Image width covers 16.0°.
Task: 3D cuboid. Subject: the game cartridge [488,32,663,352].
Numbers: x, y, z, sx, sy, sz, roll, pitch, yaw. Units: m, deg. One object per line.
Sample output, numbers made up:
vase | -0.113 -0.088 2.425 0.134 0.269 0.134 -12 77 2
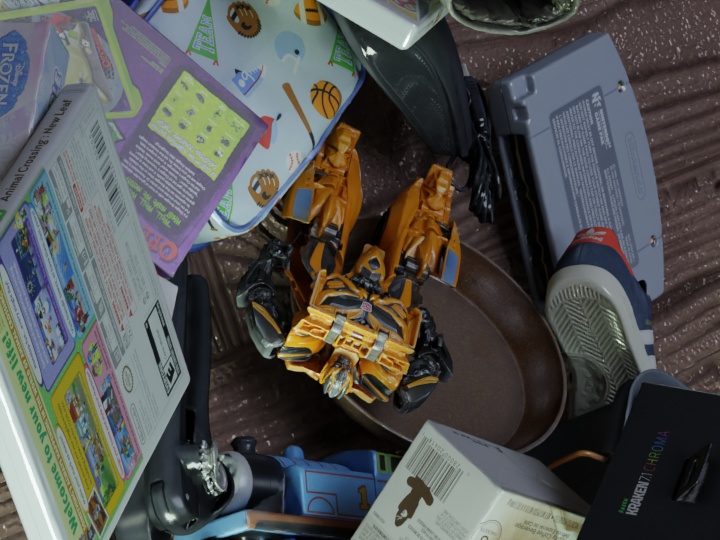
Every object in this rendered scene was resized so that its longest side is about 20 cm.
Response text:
game cartridge | 0.158 -0.059 1.811 0.133 0.040 0.201 -28 111 -41

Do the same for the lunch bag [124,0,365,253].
lunch bag | -0.093 -0.124 1.604 0.160 0.075 0.200 48 51 -18

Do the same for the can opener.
can opener | -0.112 0.072 1.518 0.063 0.078 0.201 62 24 -54

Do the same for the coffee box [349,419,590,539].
coffee box | 0.041 0.200 1.495 0.114 0.080 0.201 22 104 -46

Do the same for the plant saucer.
plant saucer | 0.039 0.050 1.651 0.199 0.035 0.201 20 42 -18

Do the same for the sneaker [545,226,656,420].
sneaker | 0.177 0.057 1.764 0.085 0.074 0.201 -71 155 -47

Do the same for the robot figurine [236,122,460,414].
robot figurine | 0.000 0.000 1.602 0.144 0.058 0.201 22 41 -10

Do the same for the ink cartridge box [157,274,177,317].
ink cartridge box | -0.170 0.042 1.432 0.200 0.067 0.116 32 62 -51

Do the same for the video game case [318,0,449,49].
video game case | -0.026 -0.219 1.618 0.199 0.023 0.182 31 26 6

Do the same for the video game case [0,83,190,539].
video game case | -0.150 0.035 1.332 0.182 0.022 0.201 -66 148 -50

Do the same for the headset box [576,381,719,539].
headset box | 0.182 0.187 1.474 0.174 0.092 0.201 -58 151 -52

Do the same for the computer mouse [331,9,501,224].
computer mouse | 0.046 -0.137 1.686 0.200 0.052 0.139 48 21 -41

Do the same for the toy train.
toy train | -0.026 0.165 1.569 0.199 0.086 0.115 12 64 -43

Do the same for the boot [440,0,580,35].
boot | 0.083 -0.226 1.629 0.181 0.200 0.073 -10 126 -32

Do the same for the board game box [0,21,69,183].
board game box | -0.266 -0.036 1.344 0.043 0.197 0.201 64 31 -64

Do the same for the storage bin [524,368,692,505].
storage bin | 0.154 0.180 1.693 0.145 0.134 0.201 33 56 -31

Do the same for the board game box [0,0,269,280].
board game box | -0.160 -0.100 1.487 0.200 0.032 0.120 40 59 -16
